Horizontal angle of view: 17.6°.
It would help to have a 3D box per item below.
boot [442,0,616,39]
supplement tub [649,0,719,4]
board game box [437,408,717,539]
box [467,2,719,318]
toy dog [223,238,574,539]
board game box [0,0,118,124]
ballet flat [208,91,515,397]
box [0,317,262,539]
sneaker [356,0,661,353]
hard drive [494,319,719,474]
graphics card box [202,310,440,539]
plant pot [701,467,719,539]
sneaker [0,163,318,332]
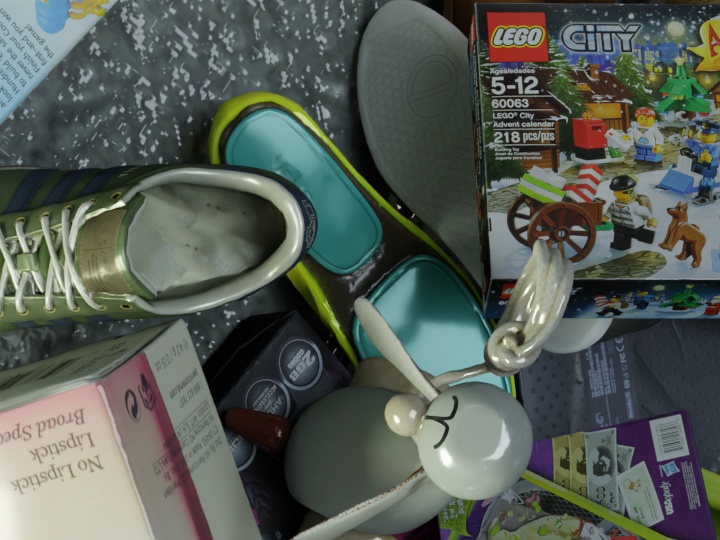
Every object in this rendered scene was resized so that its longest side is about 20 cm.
[{"bbox_3d":[0.096,-0.128,1.074,0.074,0.154,0.200,-46,109,-27],"label":"boot"},{"bbox_3d":[0.218,-0.089,1.131,0.143,0.144,0.202,11,59,-31],"label":"supplement tub"},{"bbox_3d":[0.099,0.160,0.977,0.119,0.032,0.201,-10,55,5],"label":"board game box"},{"bbox_3d":[0.148,-0.048,1.003,0.198,0.038,0.138,0,63,-4],"label":"box"},{"bbox_3d":[0.001,0.064,0.938,0.096,0.200,0.133,21,54,-8],"label":"toy dog"},{"bbox_3d":[-0.179,-0.107,0.930,0.105,0.103,0.200,50,63,-19],"label":"board game box"},{"bbox_3d":[0.000,0.000,1.055,0.067,0.067,0.200,-41,104,-8],"label":"ballet flat"},{"bbox_3d":[-0.108,0.138,0.922,0.109,0.127,0.202,-42,114,-73],"label":"box"},{"bbox_3d":[0.075,-0.041,1.082,0.099,0.071,0.201,7,43,-53],"label":"sneaker"},{"bbox_3d":[0.150,0.050,1.160,0.199,0.042,0.136,-10,91,-32],"label":"hard drive"},{"bbox_3d":[-0.015,0.131,1.045,0.200,0.051,0.126,50,64,-18],"label":"graphics card box"},{"bbox_3d":[0.156,0.227,1.045,0.200,0.199,0.182,-55,150,-23],"label":"plant pot"},{"bbox_3d":[-0.111,-0.012,0.942,0.198,0.090,0.068,-7,94,-14],"label":"sneaker"}]
